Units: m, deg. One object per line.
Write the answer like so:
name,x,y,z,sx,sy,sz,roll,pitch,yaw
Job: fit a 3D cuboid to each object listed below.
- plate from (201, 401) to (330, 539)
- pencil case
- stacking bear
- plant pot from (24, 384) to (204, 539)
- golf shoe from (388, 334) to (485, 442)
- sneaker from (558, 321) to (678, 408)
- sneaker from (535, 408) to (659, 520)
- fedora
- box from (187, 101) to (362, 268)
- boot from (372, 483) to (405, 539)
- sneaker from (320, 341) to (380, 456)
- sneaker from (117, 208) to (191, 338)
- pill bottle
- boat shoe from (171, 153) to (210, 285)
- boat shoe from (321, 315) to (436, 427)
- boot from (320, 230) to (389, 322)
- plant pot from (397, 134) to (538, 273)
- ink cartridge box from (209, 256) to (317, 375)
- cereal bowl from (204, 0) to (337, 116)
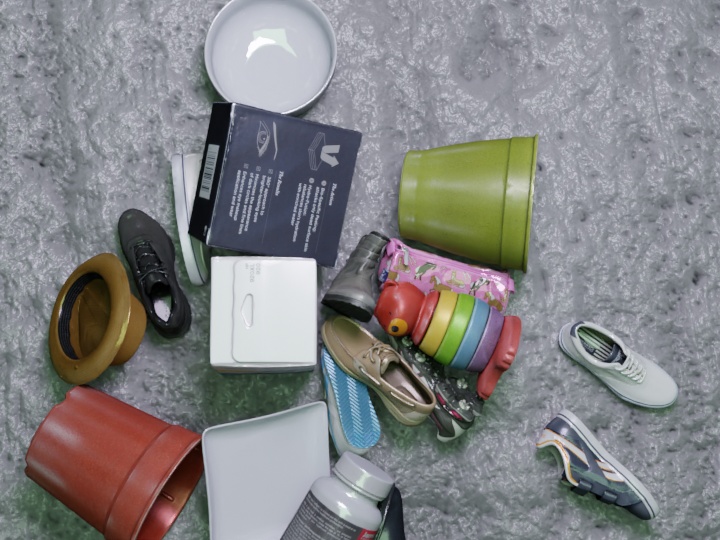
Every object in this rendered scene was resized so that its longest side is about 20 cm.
plate,-0.132,0.296,1.493,0.199,0.032,0.201,-9,101,-34
pencil case,0.125,0.015,1.573,0.199,0.087,0.083,16,92,-4
stacking bear,0.115,0.079,1.504,0.199,0.122,0.114,23,46,-1
plant pot,-0.339,0.266,1.464,0.195,0.201,0.201,29,81,8
golf shoe,0.091,0.158,1.555,0.077,0.088,0.200,-7,53,-45
sneaker,0.385,0.143,1.581,0.199,0.071,0.073,29,81,1
sneaker,0.340,0.301,1.553,0.079,0.079,0.200,-41,75,-13
fedora,-0.364,0.074,1.514,0.082,0.200,0.202,26,78,-44
box,-0.123,-0.122,1.514,0.199,0.117,0.198,10,95,-24
boot,0.074,0.420,1.521,0.167,0.076,0.201,22,66,-12
sneaker,-0.024,0.175,1.547,0.076,0.081,0.201,3,60,-19
sneaker,-0.300,-0.001,1.547,0.076,0.091,0.201,-25,83,-5
pill bottle,-0.039,0.355,1.462,0.110,0.111,0.201,31,92,1
boat shoe,-0.234,-0.079,1.576,0.069,0.071,0.201,-8,76,-2
boat shoe,0.029,0.130,1.506,0.200,0.065,0.071,43,53,8
boot,0.000,0.000,1.514,0.067,0.200,0.131,28,85,-10
plant pot,0.156,-0.104,1.555,0.192,0.200,0.202,5,81,10
ink cartridge box,-0.133,0.068,1.492,0.144,0.200,0.148,-1,82,-4
cereal bowl,-0.135,-0.318,1.607,0.199,0.083,0.202,1,82,-4
